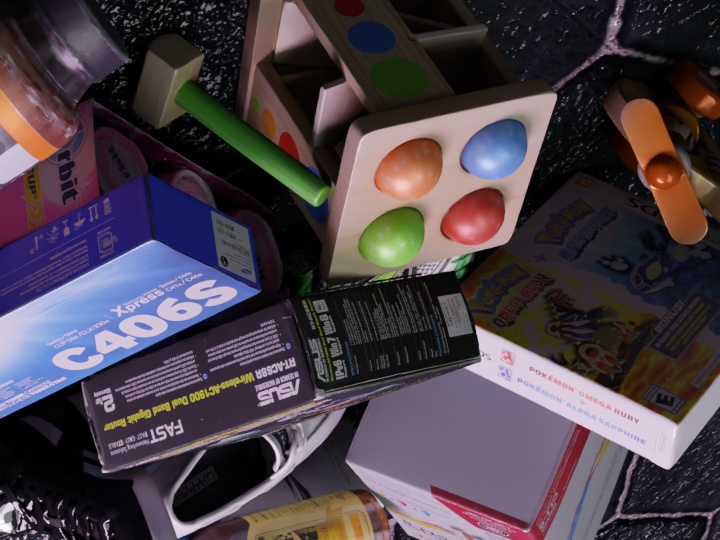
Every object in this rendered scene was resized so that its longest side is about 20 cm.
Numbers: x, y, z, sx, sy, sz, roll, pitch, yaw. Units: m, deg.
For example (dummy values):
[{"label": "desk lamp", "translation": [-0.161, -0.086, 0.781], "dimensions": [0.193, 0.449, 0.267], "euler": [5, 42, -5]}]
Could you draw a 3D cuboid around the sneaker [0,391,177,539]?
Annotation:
[{"label": "sneaker", "translation": [-0.191, 0.158, 1.212], "dimensions": [0.112, 0.200, 0.073], "euler": [-20, 122, -19]}]

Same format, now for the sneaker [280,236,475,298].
[{"label": "sneaker", "translation": [0.000, 0.000, 1.271], "dimensions": [0.200, 0.078, 0.085], "euler": [-45, 142, 19]}]

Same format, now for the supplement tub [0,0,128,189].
[{"label": "supplement tub", "translation": [-0.219, -0.081, 0.973], "dimensions": [0.200, 0.107, 0.107], "euler": [-34, 146, 3]}]

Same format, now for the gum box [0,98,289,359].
[{"label": "gum box", "translation": [-0.139, -0.016, 1.123], "dimensions": [0.113, 0.066, 0.200], "euler": [-23, 151, 23]}]

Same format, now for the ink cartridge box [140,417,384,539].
[{"label": "ink cartridge box", "translation": [-0.097, 0.194, 1.431], "dimensions": [0.199, 0.084, 0.145], "euler": [-4, 136, -35]}]

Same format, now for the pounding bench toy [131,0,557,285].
[{"label": "pounding bench toy", "translation": [-0.014, -0.078, 1.092], "dimensions": [0.199, 0.156, 0.124], "euler": [-14, 142, -24]}]

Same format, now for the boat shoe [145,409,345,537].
[{"label": "boat shoe", "translation": [-0.069, 0.121, 1.321], "dimensions": [0.200, 0.074, 0.065], "euler": [-42, -165, -29]}]

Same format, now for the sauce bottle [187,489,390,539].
[{"label": "sauce bottle", "translation": [-0.075, 0.203, 1.331], "dimensions": [0.199, 0.066, 0.066], "euler": [-13, 142, -29]}]

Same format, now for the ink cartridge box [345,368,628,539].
[{"label": "ink cartridge box", "translation": [0.101, 0.127, 1.384], "dimensions": [0.145, 0.145, 0.200], "euler": [-66, 158, -15]}]

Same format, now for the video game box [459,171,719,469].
[{"label": "video game box", "translation": [0.175, 0.026, 1.285], "dimensions": [0.200, 0.182, 0.047], "euler": [-42, 146, -42]}]

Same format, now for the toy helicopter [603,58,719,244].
[{"label": "toy helicopter", "translation": [0.235, -0.055, 1.277], "dimensions": [0.079, 0.200, 0.132], "euler": [-47, 160, 22]}]

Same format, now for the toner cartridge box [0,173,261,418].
[{"label": "toner cartridge box", "translation": [-0.163, 0.019, 1.054], "dimensions": [0.200, 0.043, 0.095], "euler": [-26, 148, 26]}]

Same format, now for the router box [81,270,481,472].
[{"label": "router box", "translation": [-0.050, 0.061, 1.158], "dimensions": [0.200, 0.062, 0.150], "euler": [-22, 172, 41]}]
